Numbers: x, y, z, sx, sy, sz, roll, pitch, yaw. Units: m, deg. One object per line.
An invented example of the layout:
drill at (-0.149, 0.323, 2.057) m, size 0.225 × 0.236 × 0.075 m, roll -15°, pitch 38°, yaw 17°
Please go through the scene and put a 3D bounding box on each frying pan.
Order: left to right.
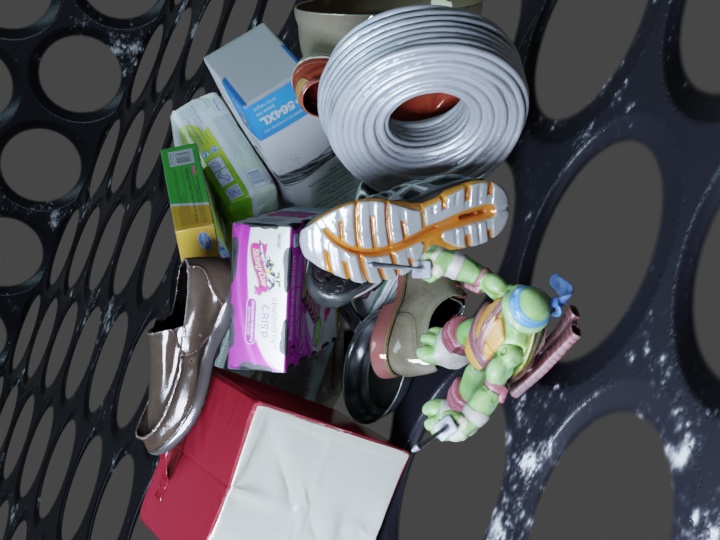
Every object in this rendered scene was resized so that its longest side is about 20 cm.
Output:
frying pan at (0.002, 0.086, 1.538) m, size 0.190 × 0.031 × 0.116 m, roll 31°, pitch 104°, yaw 59°

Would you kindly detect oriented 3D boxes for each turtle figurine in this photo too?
turtle figurine at (0.066, 0.064, 1.235) m, size 0.199 × 0.144 × 0.194 m, roll -32°, pitch -15°, yaw -21°

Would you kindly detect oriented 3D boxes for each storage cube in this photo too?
storage cube at (-0.087, 0.209, 1.463) m, size 0.179 × 0.198 × 0.173 m, roll 18°, pitch 87°, yaw 64°

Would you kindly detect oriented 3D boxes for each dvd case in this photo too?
dvd case at (-0.082, 0.064, 1.589) m, size 0.022 × 0.145 × 0.202 m, roll 10°, pitch 79°, yaw 43°

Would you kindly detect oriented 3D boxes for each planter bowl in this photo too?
planter bowl at (0.031, -0.215, 1.603) m, size 0.200 × 0.198 × 0.137 m, roll -136°, pitch 42°, yaw -68°

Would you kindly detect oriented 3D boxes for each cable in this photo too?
cable at (0.058, -0.154, 1.419) m, size 0.200 × 0.198 × 0.070 m, roll -54°, pitch 34°, yaw 41°

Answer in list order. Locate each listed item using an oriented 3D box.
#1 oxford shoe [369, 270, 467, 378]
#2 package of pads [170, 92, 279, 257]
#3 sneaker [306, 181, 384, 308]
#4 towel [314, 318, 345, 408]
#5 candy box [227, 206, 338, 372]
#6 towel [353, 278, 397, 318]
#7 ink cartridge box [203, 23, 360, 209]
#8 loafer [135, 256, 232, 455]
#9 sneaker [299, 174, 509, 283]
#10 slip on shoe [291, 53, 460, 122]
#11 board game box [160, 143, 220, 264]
oxford shoe at (0.074, 0.016, 1.442) m, size 0.074 × 0.071 × 0.202 m, roll 2°, pitch 60°, yaw 31°
package of pads at (-0.148, -0.085, 1.709) m, size 0.155 × 0.068 × 0.201 m, roll 56°, pitch 163°, yaw 27°
sneaker at (0.000, 0.000, 1.479) m, size 0.200 × 0.075 × 0.116 m, roll -55°, pitch -16°, yaw -47°
towel at (-0.057, 0.093, 1.725) m, size 0.133 × 0.034 × 0.202 m, roll -50°, pitch 28°, yaw 44°
candy box at (-0.069, 0.014, 1.466) m, size 0.200 × 0.060 × 0.138 m, roll -30°, pitch -56°, yaw -76°
towel at (0.033, -0.033, 1.632) m, size 0.150 × 0.030 × 0.201 m, roll -60°, pitch 20°, yaw 21°
ink cartridge box at (-0.078, -0.147, 1.664) m, size 0.084 × 0.201 × 0.146 m, roll -30°, pitch 36°, yaw -7°
loafer at (-0.176, 0.075, 1.444) m, size 0.073 × 0.070 × 0.202 m, roll 17°, pitch 87°, yaw 64°
sneaker at (0.036, -0.044, 1.402) m, size 0.077 × 0.198 × 0.079 m, roll -136°, pitch 39°, yaw -61°
slip on shoe at (0.028, -0.166, 1.497) m, size 0.061 × 0.197 × 0.075 m, roll -84°, pitch 5°, yaw -54°
board game box at (-0.167, -0.007, 1.597) m, size 0.154 × 0.040 × 0.202 m, roll -109°, pitch 10°, yaw -52°
